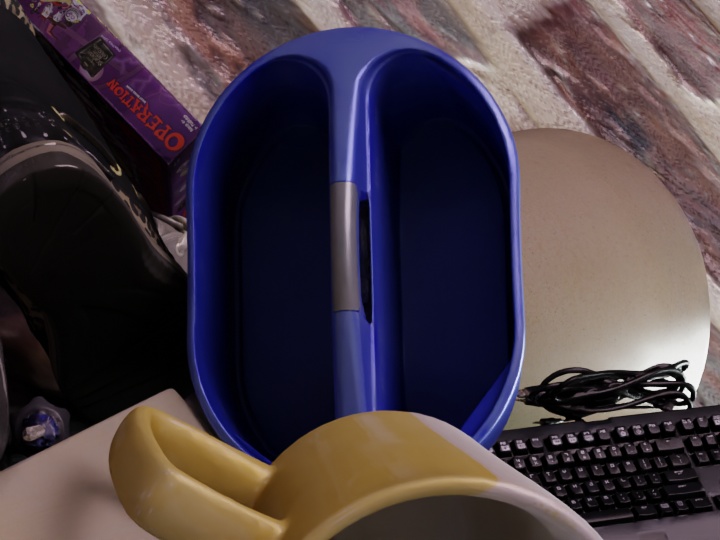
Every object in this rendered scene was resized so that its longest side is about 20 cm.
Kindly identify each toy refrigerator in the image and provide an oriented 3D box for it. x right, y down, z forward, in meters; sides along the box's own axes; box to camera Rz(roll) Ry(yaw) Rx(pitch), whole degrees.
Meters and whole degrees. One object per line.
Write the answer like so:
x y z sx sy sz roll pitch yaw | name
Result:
-0.120 0.110 1.106 0.070 0.076 0.200 47 24 7 | toy refrigerator

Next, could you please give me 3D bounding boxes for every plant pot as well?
0.041 0.021 1.367 0.188 0.187 0.200 53 25 21 | plant pot

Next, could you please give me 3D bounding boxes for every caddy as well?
0.000 0.000 1.204 0.105 0.141 0.201 54 34 -75 | caddy

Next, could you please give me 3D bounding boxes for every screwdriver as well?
-0.125 0.067 1.126 0.029 0.028 0.200 57 -6 -5 | screwdriver

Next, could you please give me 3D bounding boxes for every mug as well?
0.009 0.109 1.075 0.187 0.149 0.153 63 -2 -19 | mug

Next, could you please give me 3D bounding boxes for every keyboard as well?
0.114 0.077 1.273 0.199 0.040 0.104 -5 45 -25 | keyboard

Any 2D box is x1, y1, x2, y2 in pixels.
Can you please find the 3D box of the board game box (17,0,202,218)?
-0.121 -0.078 1.350 0.120 0.032 0.200 41 -9 5 | board game box

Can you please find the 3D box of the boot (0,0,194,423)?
-0.135 -0.035 1.243 0.154 0.073 0.204 60 -4 34 | boot

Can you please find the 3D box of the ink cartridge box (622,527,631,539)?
0.167 0.177 1.330 0.160 0.047 0.200 56 -7 37 | ink cartridge box

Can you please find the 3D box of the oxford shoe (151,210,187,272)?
-0.088 0.006 1.354 0.200 0.058 0.075 30 22 -35 | oxford shoe

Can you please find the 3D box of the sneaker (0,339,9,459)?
-0.177 0.014 1.191 0.095 0.079 0.200 34 24 -50 | sneaker
